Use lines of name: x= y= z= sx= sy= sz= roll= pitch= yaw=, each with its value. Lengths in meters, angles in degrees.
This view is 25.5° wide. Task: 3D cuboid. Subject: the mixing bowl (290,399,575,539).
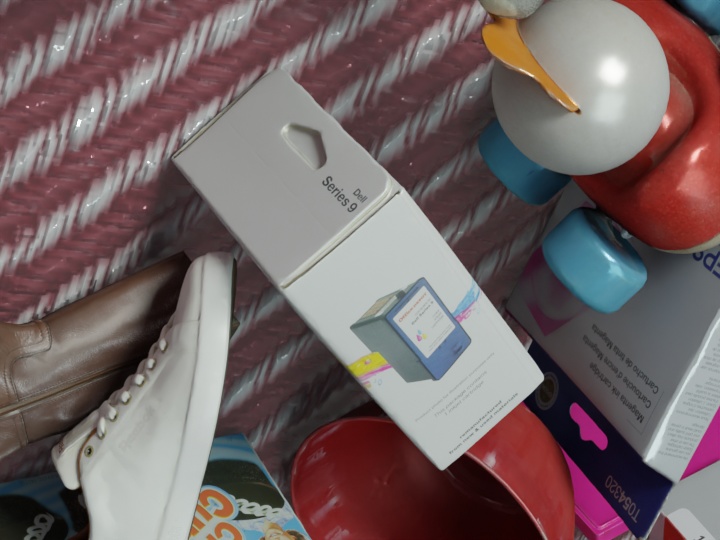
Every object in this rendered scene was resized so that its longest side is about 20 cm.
mixing bowl: x=0.064 y=0.146 z=1.043 sx=0.108 sy=0.199 sz=0.201 roll=-47 pitch=145 yaw=-43

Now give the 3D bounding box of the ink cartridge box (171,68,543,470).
ink cartridge box: x=0.000 y=0.000 z=0.900 sx=0.087 sy=0.145 sz=0.200 roll=-40 pitch=136 yaw=-3

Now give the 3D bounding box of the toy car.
toy car: x=0.126 y=-0.106 z=0.878 sx=0.184 sy=0.177 sz=0.200 roll=-44 pitch=141 yaw=20

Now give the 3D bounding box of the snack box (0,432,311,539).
snack box: x=-0.135 y=0.164 z=0.938 sx=0.199 sy=0.116 sz=0.037 roll=-9 pitch=133 yaw=-31

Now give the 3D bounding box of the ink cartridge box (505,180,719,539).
ink cartridge box: x=0.163 y=0.033 z=1.001 sx=0.043 sy=0.196 sz=0.201 roll=17 pitch=108 yaw=-28

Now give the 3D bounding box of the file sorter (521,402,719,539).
file sorter: x=0.210 y=0.142 z=1.159 sx=0.199 sy=0.139 sz=0.126 roll=-25 pitch=135 yaw=-19

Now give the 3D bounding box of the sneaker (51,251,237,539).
sneaker: x=-0.120 y=0.081 z=0.856 sx=0.084 sy=0.073 sz=0.201 roll=14 pitch=99 yaw=-5

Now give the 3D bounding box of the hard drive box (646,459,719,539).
hard drive box: x=0.264 y=0.249 z=1.071 sx=0.077 sy=0.156 sz=0.201 roll=-23 pitch=136 yaw=-17

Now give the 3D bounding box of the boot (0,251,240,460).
boot: x=-0.163 y=0.020 z=0.858 sx=0.199 sy=0.064 sz=0.187 roll=-19 pitch=137 yaw=-23

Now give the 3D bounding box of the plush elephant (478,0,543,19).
plush elephant: x=0.027 y=-0.235 z=0.764 sx=0.200 sy=0.154 sz=0.166 roll=85 pitch=13 yaw=-73
